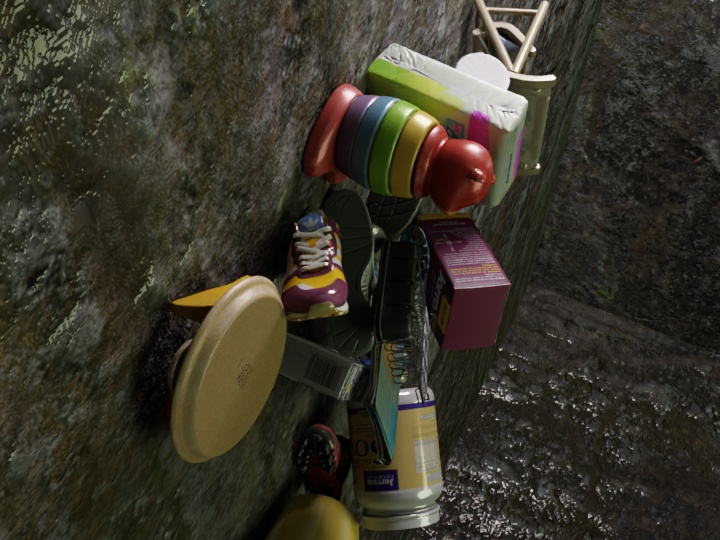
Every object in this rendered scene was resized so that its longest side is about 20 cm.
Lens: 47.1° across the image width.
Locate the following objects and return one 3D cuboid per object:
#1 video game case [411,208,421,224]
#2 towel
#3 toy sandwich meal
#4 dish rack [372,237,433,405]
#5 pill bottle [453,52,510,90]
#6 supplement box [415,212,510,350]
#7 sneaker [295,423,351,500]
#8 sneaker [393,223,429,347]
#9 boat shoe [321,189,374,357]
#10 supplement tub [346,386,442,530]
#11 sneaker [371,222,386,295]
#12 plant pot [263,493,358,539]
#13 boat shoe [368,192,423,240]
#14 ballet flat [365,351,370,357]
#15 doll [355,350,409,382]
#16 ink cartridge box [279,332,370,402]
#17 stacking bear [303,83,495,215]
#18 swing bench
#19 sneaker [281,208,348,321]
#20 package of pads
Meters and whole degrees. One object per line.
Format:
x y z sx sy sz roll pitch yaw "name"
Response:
0.065 -0.087 1.331 0.202 0.019 0.144 85 29 -53 "video game case"
0.033 0.138 1.113 0.149 0.021 0.203 76 16 -44 "towel"
-0.138 0.087 0.806 0.206 0.069 0.208 -54 154 -40 "toy sandwich meal"
0.062 0.075 1.098 0.202 0.053 0.156 74 19 -48 "dish rack"
0.161 -0.227 1.252 0.113 0.110 0.201 -60 172 -27 "pill bottle"
0.156 0.015 1.366 0.202 0.101 0.133 -113 -155 -50 "supplement box"
-0.054 0.287 1.300 0.203 0.069 0.099 85 24 -49 "sneaker"
0.076 0.015 1.330 0.087 0.073 0.205 -60 156 -62 "sneaker"
-0.016 0.003 1.036 0.065 0.072 0.208 -124 -153 -83 "boat shoe"
0.054 0.290 1.293 0.145 0.142 0.206 20 63 -73 "supplement tub"
0.000 0.000 1.150 0.087 0.076 0.201 -58 152 -14 "sneaker"
-0.079 0.448 1.224 0.191 0.196 0.204 -72 172 -50 "plant pot"
0.072 -0.139 1.198 0.074 0.074 0.204 50 62 -75 "boat shoe"
0.058 0.073 1.412 0.200 0.073 0.076 -49 155 -54 "ballet flat"
0.019 0.168 1.343 0.135 0.049 0.199 -35 159 23 "doll"
-0.042 0.130 1.081 0.051 0.107 0.200 -67 164 -5 "ink cartridge box"
0.054 -0.127 0.927 0.116 0.196 0.121 -70 163 6 "stacking bear"
0.239 -0.297 1.346 0.201 0.126 0.204 86 8 -53 "swing bench"
-0.053 -0.011 0.887 0.200 0.073 0.092 -114 -162 -75 "sneaker"
0.105 -0.178 1.033 0.069 0.197 0.156 -52 159 -24 "package of pads"
